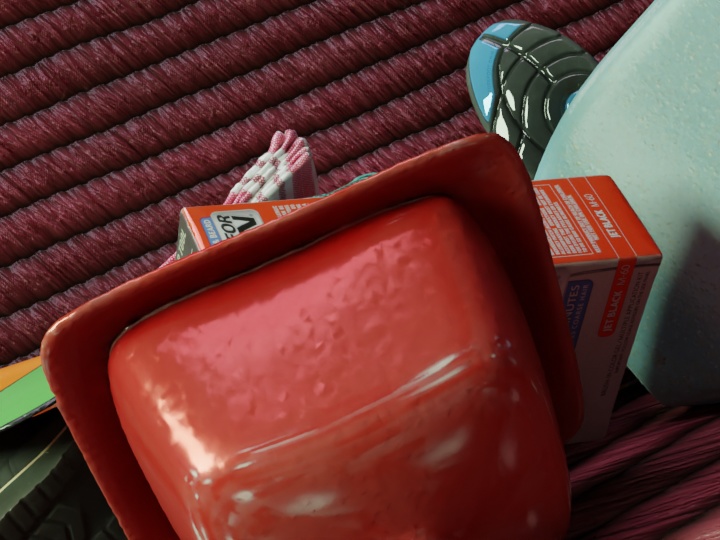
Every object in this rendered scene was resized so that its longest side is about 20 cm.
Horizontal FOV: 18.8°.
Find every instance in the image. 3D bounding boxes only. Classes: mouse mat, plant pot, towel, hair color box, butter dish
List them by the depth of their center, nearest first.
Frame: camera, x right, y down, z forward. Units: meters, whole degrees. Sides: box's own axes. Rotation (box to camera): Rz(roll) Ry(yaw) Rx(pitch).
[{"bbox_3d":[0.005,0.080,0.831,0.200,0.199,0.148,-23,45,-4],"label":"butter dish"},{"bbox_3d":[0.019,0.026,0.938,0.200,0.111,0.064,-5,41,-20],"label":"hair color box"},{"bbox_3d":[-0.111,0.030,1.008,0.200,0.008,0.161,-35,8,-26],"label":"mouse mat"},{"bbox_3d":[0.197,-0.044,1.065,0.200,0.196,0.196,-43,-5,27],"label":"plant pot"},{"bbox_3d":[-0.095,0.019,1.338,0.200,0.030,0.146,-46,-22,-22],"label":"towel"}]

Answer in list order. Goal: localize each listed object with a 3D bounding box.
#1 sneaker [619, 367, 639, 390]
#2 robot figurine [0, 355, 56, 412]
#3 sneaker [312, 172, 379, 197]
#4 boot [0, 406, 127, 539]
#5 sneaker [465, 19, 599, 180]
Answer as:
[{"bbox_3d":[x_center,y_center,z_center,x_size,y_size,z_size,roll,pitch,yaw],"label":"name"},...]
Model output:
[{"bbox_3d":[0.121,0.037,1.173,0.090,0.075,0.200,-21,7,39],"label":"sneaker"},{"bbox_3d":[-0.177,0.122,1.207,0.200,0.144,0.117,-14,-3,-28],"label":"robot figurine"},{"bbox_3d":[0.030,-0.032,1.278,0.200,0.078,0.091,-11,32,-4],"label":"sneaker"},{"bbox_3d":[-0.136,0.075,1.025,0.200,0.077,0.138,-38,25,-26],"label":"boot"},{"bbox_3d":[0.140,-0.061,1.206,0.073,0.200,0.082,-49,-3,10],"label":"sneaker"}]
